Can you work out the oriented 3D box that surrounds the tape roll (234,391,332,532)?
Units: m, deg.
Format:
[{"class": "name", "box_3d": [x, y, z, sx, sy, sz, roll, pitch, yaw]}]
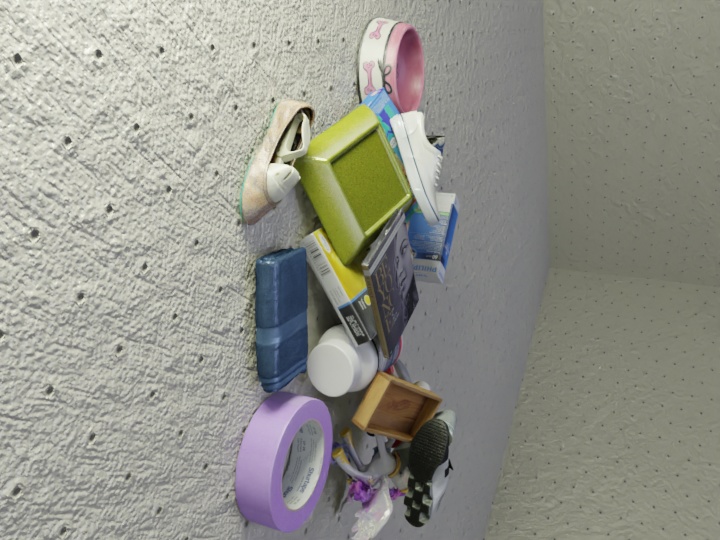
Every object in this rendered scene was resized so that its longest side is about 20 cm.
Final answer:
[{"class": "tape roll", "box_3d": [-0.116, 0.299, 1.023, 0.199, 0.064, 0.205, -29, 122, -61]}]

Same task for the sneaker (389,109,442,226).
[{"class": "sneaker", "box_3d": [0.113, -0.180, 1.130, 0.073, 0.069, 0.204, -81, 152, -76]}]

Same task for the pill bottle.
[{"class": "pill bottle", "box_3d": [-0.011, 0.147, 1.154, 0.199, 0.117, 0.123, -22, 117, -62]}]

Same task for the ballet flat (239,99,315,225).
[{"class": "ballet flat", "box_3d": [-0.111, -0.156, 0.908, 0.068, 0.066, 0.204, 48, 53, -59]}]

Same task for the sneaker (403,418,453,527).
[{"class": "sneaker", "box_3d": [0.136, 0.373, 1.228, 0.088, 0.073, 0.205, 2, 103, -53]}]

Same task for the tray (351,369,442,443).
[{"class": "tray", "box_3d": [0.070, 0.251, 1.174, 0.199, 0.037, 0.100, 31, 88, -52]}]

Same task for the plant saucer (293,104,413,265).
[{"class": "plant saucer", "box_3d": [0.005, -0.146, 1.062, 0.200, 0.047, 0.202, -42, 114, -34]}]

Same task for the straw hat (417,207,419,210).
[{"class": "straw hat", "box_3d": [0.093, -0.166, 1.293, 0.199, 0.084, 0.206, -25, 123, -45]}]

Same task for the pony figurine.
[{"class": "pony figurine", "box_3d": [0.021, 0.398, 1.247, 0.192, 0.166, 0.202, -36, 108, -11]}]

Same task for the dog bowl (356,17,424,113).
[{"class": "dog bowl", "box_3d": [0.064, -0.378, 1.241, 0.199, 0.072, 0.206, 6, 90, -66]}]

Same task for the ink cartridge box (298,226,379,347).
[{"class": "ink cartridge box", "box_3d": [0.000, 0.000, 1.124, 0.200, 0.047, 0.200, 59, 35, -6]}]

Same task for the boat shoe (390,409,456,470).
[{"class": "boat shoe", "box_3d": [0.130, 0.347, 1.305, 0.201, 0.070, 0.072, -49, 178, 38]}]

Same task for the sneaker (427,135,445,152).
[{"class": "sneaker", "box_3d": [0.147, -0.252, 1.458, 0.199, 0.077, 0.091, -32, 123, -61]}]

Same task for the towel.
[{"class": "towel", "box_3d": [-0.121, 0.071, 0.970, 0.111, 0.047, 0.205, -27, 121, -62]}]

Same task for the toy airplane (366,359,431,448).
[{"class": "toy airplane", "box_3d": [0.078, 0.240, 1.347, 0.201, 0.137, 0.203, 87, 3, -52]}]

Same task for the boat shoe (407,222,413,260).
[{"class": "boat shoe", "box_3d": [0.079, -0.027, 1.371, 0.074, 0.068, 0.204, 58, 44, -54]}]

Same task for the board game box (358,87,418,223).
[{"class": "board game box", "box_3d": [0.046, -0.196, 1.163, 0.201, 0.044, 0.153, 53, 55, -25]}]

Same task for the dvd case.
[{"class": "dvd case", "box_3d": [0.055, 0.022, 1.082, 0.150, 0.016, 0.203, -57, 144, -42]}]

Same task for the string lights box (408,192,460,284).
[{"class": "string lights box", "box_3d": [0.158, -0.078, 1.495, 0.059, 0.101, 0.204, 48, 53, -60]}]
